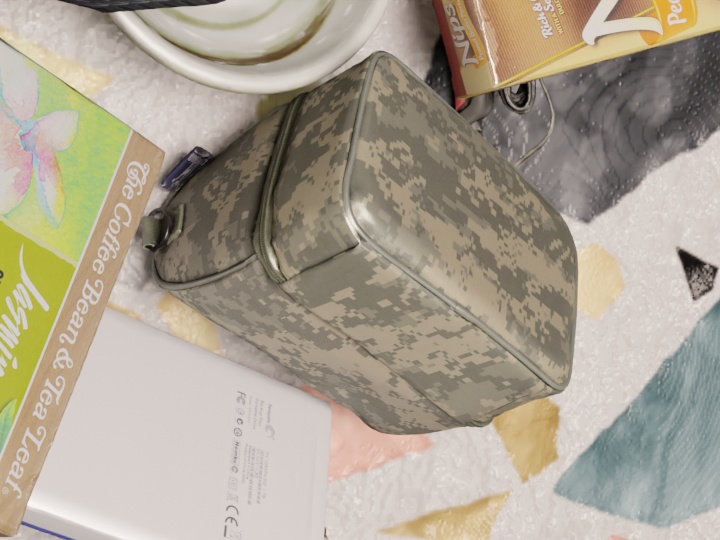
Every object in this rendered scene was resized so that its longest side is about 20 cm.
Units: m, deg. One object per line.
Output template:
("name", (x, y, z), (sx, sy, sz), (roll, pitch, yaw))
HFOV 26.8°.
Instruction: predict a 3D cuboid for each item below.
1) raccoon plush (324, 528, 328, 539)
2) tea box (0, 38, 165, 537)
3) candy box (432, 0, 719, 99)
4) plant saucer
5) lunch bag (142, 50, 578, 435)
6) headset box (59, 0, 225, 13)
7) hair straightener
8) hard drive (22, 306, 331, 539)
("raccoon plush", (-0.091, 0.221, 0.861), (0.200, 0.097, 0.134), (-42, 109, -17))
("tea box", (-0.226, -0.008, 0.681), (0.196, 0.133, 0.202), (33, 61, -32))
("candy box", (0.135, -0.178, 0.860), (0.198, 0.055, 0.117), (-17, 95, -22))
("plant saucer", (-0.073, -0.190, 0.804), (0.198, 0.050, 0.202), (4, 83, -32))
("lunch bag", (0.000, 0.000, 0.832), (0.200, 0.167, 0.140), (37, 42, -32))
("headset box", (-0.138, -0.214, 0.647), (0.199, 0.092, 0.176), (8, 87, -51))
("hair straightener", (0.082, -0.148, 0.899), (0.041, 0.076, 0.202), (-15, 107, -55))
("hard drive", (-0.106, 0.095, 0.808), (0.199, 0.025, 0.133), (25, 47, -25))
